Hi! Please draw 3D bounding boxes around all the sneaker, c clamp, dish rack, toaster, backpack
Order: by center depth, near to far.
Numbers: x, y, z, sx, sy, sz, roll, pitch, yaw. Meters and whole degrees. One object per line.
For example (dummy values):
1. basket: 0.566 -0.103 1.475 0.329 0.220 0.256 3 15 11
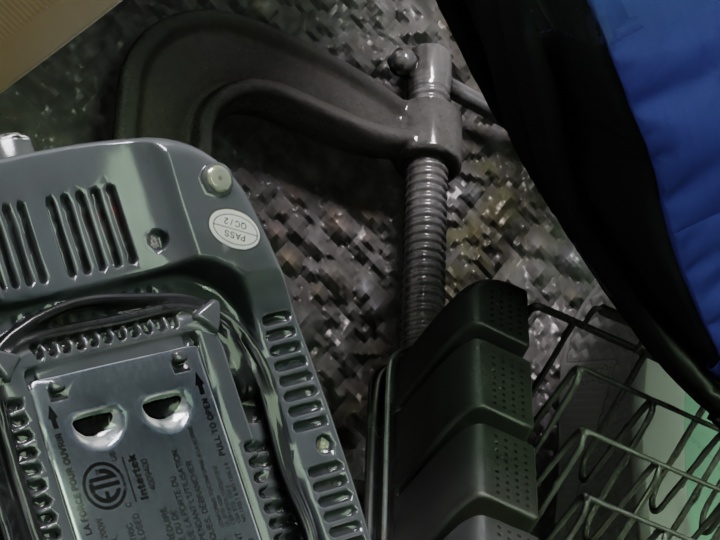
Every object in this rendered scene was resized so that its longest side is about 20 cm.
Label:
1. toaster: -0.073 0.074 0.702 0.113 0.129 0.200 -14 81 -37
2. backpack: 0.096 -0.095 0.758 0.163 0.168 0.200 54 -1 43
3. dish rack: 0.100 0.085 0.778 0.200 0.055 0.154 23 33 -14
4. c clamp: 0.000 0.000 0.859 0.171 0.027 0.200 28 48 -23
5. sneaker: 0.115 0.102 0.886 0.118 0.074 0.201 25 55 -22

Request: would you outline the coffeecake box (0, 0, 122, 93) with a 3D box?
1. coffeecake box: -0.048 -0.154 0.822 0.073 0.153 0.200 45 53 -13
